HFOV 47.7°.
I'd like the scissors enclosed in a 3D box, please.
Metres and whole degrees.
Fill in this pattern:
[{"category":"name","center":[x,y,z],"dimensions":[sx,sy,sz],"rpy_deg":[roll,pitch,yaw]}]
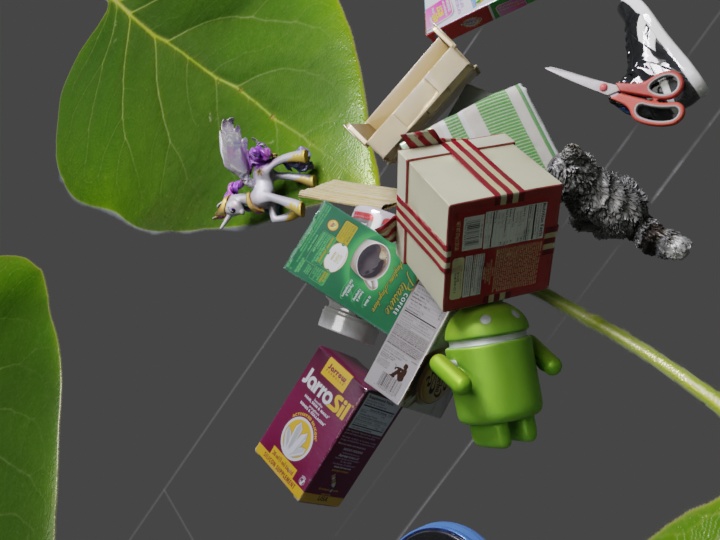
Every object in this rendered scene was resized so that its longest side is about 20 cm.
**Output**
[{"category":"scissors","center":[0.338,-0.237,1.098],"dimensions":[0.199,0.014,0.074],"rpy_deg":[12,96,30]}]

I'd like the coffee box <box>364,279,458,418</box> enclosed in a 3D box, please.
[{"category":"coffee box","center":[0.107,0.099,1.172],"dimensions":[0.080,0.113,0.201],"rpy_deg":[29,92,42]}]

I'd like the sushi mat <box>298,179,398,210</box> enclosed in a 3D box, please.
[{"category":"sushi mat","center":[-0.005,-0.129,1.375],"dimensions":[0.199,0.095,0.012],"rpy_deg":[13,118,41]}]

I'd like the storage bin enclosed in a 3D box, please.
[{"category":"storage bin","center":[0.085,-0.272,1.274],"dimensions":[0.094,0.199,0.200],"rpy_deg":[44,105,1]}]

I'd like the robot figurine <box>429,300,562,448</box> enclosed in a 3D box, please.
[{"category":"robot figurine","center":[0.176,0.131,1.082],"dimensions":[0.116,0.174,0.201],"rpy_deg":[-16,82,65]}]

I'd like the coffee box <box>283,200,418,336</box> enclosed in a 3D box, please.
[{"category":"coffee box","center":[0.000,0.000,1.206],"dimensions":[0.199,0.044,0.123],"rpy_deg":[31,86,4]}]

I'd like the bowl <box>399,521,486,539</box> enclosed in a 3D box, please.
[{"category":"bowl","center":[0.106,0.441,1.090],"dimensions":[0.200,0.039,0.202],"rpy_deg":[-15,64,34]}]

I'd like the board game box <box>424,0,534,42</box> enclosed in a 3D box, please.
[{"category":"board game box","center":[0.199,-0.489,1.373],"dimensions":[0.199,0.040,0.154],"rpy_deg":[-17,63,34]}]

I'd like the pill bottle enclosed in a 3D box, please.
[{"category":"pill bottle","center":[0.011,0.009,1.284],"dimensions":[0.114,0.114,0.201],"rpy_deg":[16,84,41]}]

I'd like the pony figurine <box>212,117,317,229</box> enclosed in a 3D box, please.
[{"category":"pony figurine","center":[-0.183,-0.173,1.507],"dimensions":[0.199,0.166,0.194],"rpy_deg":[-1,79,23]}]

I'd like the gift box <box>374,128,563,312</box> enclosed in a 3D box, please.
[{"category":"gift box","center":[0.132,-0.076,1.073],"dimensions":[0.187,0.199,0.186],"rpy_deg":[-122,31,-53]}]

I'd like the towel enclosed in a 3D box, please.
[{"category":"towel","center":[0.180,-0.165,1.190],"dimensions":[0.199,0.023,0.153],"rpy_deg":[-28,91,6]}]

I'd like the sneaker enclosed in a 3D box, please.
[{"category":"sneaker","center":[0.379,-0.287,1.126],"dimensions":[0.112,0.073,0.201],"rpy_deg":[-36,55,21]}]

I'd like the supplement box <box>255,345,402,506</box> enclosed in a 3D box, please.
[{"category":"supplement box","center":[-0.048,0.240,1.250],"dimensions":[0.131,0.103,0.201],"rpy_deg":[36,96,42]}]

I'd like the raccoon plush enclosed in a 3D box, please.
[{"category":"raccoon plush","center":[0.328,-0.097,1.052],"dimensions":[0.199,0.134,0.097],"rpy_deg":[23,87,42]}]

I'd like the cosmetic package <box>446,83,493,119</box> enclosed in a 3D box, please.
[{"category":"cosmetic package","center":[0.164,-0.174,1.259],"dimensions":[0.101,0.071,0.201],"rpy_deg":[35,97,41]}]
